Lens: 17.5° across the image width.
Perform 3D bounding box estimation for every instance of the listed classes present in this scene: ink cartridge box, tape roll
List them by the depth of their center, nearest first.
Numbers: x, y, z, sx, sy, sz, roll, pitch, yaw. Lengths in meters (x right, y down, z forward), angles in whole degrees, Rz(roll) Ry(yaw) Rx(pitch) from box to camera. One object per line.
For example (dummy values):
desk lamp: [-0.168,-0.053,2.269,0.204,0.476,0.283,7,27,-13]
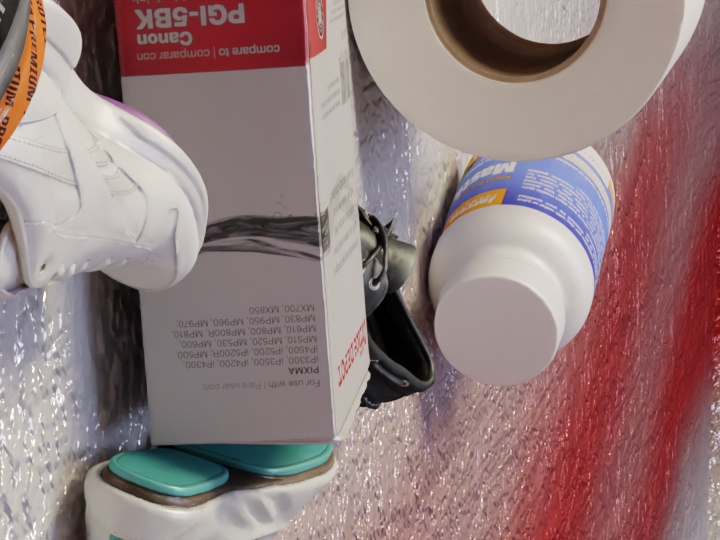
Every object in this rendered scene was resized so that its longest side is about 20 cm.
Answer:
ink cartridge box: [-0.048,-0.038,0.999,0.147,0.082,0.202,-62,149,-79]
tape roll: [0.104,-0.176,1.404,0.139,0.201,0.204,-42,129,-71]

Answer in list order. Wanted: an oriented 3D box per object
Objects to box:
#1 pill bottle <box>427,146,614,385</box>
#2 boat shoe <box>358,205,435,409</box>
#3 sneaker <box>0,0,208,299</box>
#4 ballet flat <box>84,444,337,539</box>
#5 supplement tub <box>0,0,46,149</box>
pill bottle: [0.106,-0.009,1.574,0.200,0.111,0.113,-66,150,-59]
boat shoe: [0.000,0.002,1.245,0.075,0.066,0.200,-75,158,-46]
sneaker: [-0.118,-0.026,0.817,0.200,0.074,0.100,50,53,-60]
ballet flat: [-0.069,0.103,0.999,0.200,0.069,0.070,-10,98,-71]
supplement tub: [-0.153,-0.092,0.549,0.200,0.122,0.124,54,37,-65]
